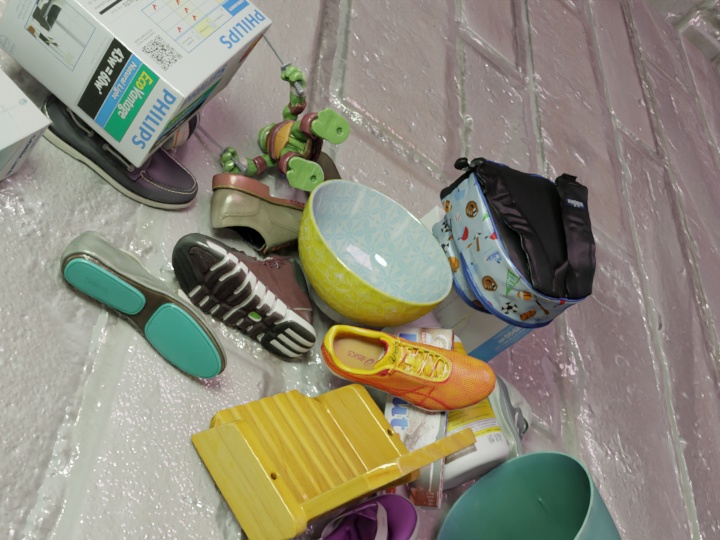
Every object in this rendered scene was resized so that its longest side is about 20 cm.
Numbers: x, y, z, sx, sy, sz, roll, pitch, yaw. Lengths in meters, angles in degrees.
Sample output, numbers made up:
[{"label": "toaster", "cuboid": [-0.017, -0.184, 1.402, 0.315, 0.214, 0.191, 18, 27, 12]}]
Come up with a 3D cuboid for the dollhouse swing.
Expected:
[{"label": "dollhouse swing", "cuboid": [-0.020, 0.158, 0.960, 0.199, 0.176, 0.182, -9, 56, -50]}]

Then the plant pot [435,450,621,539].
[{"label": "plant pot", "cuboid": [0.206, 0.332, 1.078, 0.162, 0.199, 0.201, 54, 33, -20]}]

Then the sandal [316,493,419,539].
[{"label": "sandal", "cuboid": [-0.004, 0.269, 0.975, 0.082, 0.050, 0.202, 22, 28, 31]}]

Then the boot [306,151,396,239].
[{"label": "boot", "cuboid": [-0.007, -0.094, 1.286, 0.074, 0.097, 0.202, 3, 57, -46]}]

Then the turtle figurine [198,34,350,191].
[{"label": "turtle figurine", "cuboid": [-0.112, -0.179, 1.191, 0.143, 0.193, 0.202, -32, 119, -19]}]

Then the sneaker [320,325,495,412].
[{"label": "sneaker", "cuboid": [0.052, 0.109, 1.063, 0.197, 0.077, 0.074, 10, 73, 1]}]

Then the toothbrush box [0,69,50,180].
[{"label": "toothbrush box", "cuboid": [-0.409, -0.132, 0.883, 0.147, 0.085, 0.200, 46, 36, -6]}]

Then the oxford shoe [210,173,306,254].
[{"label": "oxford shoe", "cuboid": [-0.105, -0.051, 1.186, 0.199, 0.070, 0.076, 21, 71, -38]}]

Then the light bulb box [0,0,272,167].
[{"label": "light bulb box", "cuboid": [-0.236, -0.255, 1.028, 0.200, 0.125, 0.199, 42, 44, -7]}]

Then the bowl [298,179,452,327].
[{"label": "bowl", "cuboid": [0.000, 0.000, 1.144, 0.198, 0.108, 0.201, 25, 33, -18]}]

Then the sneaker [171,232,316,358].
[{"label": "sneaker", "cuboid": [-0.128, 0.005, 1.099, 0.200, 0.075, 0.116, 44, 29, -28]}]

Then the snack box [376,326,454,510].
[{"label": "snack box", "cuboid": [0.064, 0.165, 1.101, 0.024, 0.071, 0.203, 54, 40, -68]}]

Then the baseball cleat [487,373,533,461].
[{"label": "baseball cleat", "cuboid": [0.198, 0.217, 1.266, 0.106, 0.070, 0.202, 18, 48, -37]}]

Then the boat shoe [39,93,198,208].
[{"label": "boat shoe", "cuboid": [-0.258, -0.136, 1.074, 0.199, 0.063, 0.073, 31, 41, -26]}]

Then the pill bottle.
[{"label": "pill bottle", "cuboid": [0.093, 0.153, 1.171, 0.108, 0.109, 0.202, 1, 59, -47]}]

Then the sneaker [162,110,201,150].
[{"label": "sneaker", "cuboid": [-0.271, -0.223, 1.123, 0.200, 0.078, 0.080, 42, 31, -16]}]

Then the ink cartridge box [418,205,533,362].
[{"label": "ink cartridge box", "cuboid": [0.119, 0.021, 1.302, 0.199, 0.125, 0.130, 26, 43, -32]}]

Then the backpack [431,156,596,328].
[{"label": "backpack", "cuboid": [0.188, -0.024, 1.184, 0.198, 0.154, 0.192, 5, 50, -33]}]

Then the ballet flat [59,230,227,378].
[{"label": "ballet flat", "cuboid": [-0.210, 0.030, 0.982, 0.199, 0.067, 0.064, 39, 30, -17]}]
